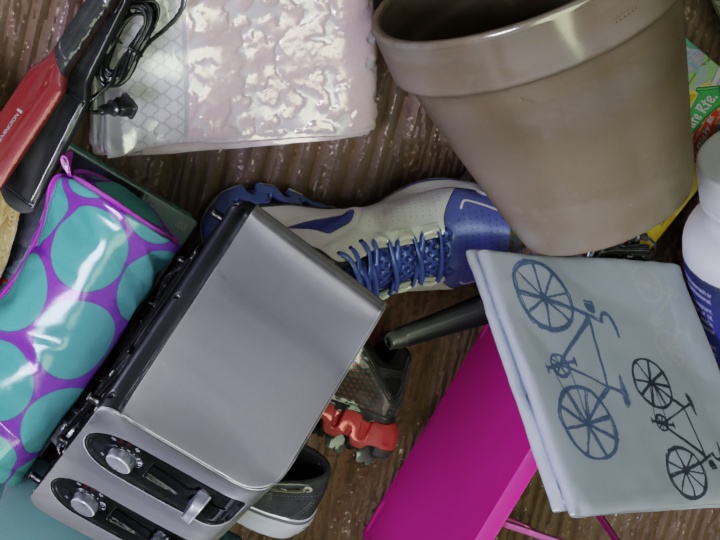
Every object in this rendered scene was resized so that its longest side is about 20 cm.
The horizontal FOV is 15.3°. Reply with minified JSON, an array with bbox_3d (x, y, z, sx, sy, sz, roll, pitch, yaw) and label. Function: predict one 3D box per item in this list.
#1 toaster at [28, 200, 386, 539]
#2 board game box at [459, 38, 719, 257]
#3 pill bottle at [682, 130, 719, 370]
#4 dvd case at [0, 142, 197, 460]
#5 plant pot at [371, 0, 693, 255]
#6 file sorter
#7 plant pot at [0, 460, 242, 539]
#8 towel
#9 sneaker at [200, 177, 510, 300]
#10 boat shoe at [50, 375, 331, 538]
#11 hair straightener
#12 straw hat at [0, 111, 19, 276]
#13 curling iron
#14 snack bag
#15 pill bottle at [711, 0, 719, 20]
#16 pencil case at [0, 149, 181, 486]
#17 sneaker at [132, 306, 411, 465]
[{"bbox_3d":[-0.090,0.069,1.595,0.119,0.181,0.200,35,59,-5],"label":"toaster"},{"bbox_3d":[0.160,-0.074,1.805,0.134,0.034,0.200,35,96,-27],"label":"board game box"},{"bbox_3d":[0.280,0.005,1.814,0.119,0.120,0.201,-19,125,-12],"label":"pill bottle"},{"bbox_3d":[-0.216,0.015,1.713,0.146,0.022,0.200,32,98,-27],"label":"dvd case"},{"bbox_3d":[0.129,-0.112,1.677,0.200,0.200,0.174,-26,111,-8],"label":"plant pot"},{"bbox_3d":[0.115,0.152,1.804,0.125,0.139,0.200,22,108,-24],"label":"file sorter"},{"bbox_3d":[-0.194,0.214,1.707,0.161,0.201,0.201,34,96,-17],"label":"plant pot"},{"bbox_3d":[-0.081,-0.172,1.684,0.190,0.032,0.201,-8,113,-17],"label":"towel"},{"bbox_3d":[-0.001,0.000,1.713,0.199,0.115,0.081,-1,118,-6],"label":"sneaker"},{"bbox_3d":[-0.110,0.106,1.710,0.200,0.070,0.066,28,128,-8],"label":"boat shoe"},{"bbox_3d":[-0.165,-0.124,1.635,0.077,0.041,0.200,30,88,-52],"label":"hair straightener"},{"bbox_3d":[-0.307,-0.040,1.617,0.201,0.085,0.202,-24,123,-44],"label":"straw hat"},{"bbox_3d":[0.105,0.010,1.775,0.199,0.026,0.050,-21,139,-14],"label":"curling iron"},{"bbox_3d":[0.167,0.070,1.717,0.200,0.189,0.021,2,150,-42],"label":"snack bag"},{"bbox_3d":[0.281,-0.192,1.763,0.104,0.104,0.200,-31,118,-6],"label":"pill bottle"},{"bbox_3d":[-0.196,0.034,1.625,0.092,0.085,0.200,35,98,-4],"label":"pencil case"},{"bbox_3d":[-0.051,0.050,1.759,0.200,0.071,0.098,24,94,-22],"label":"sneaker"}]
